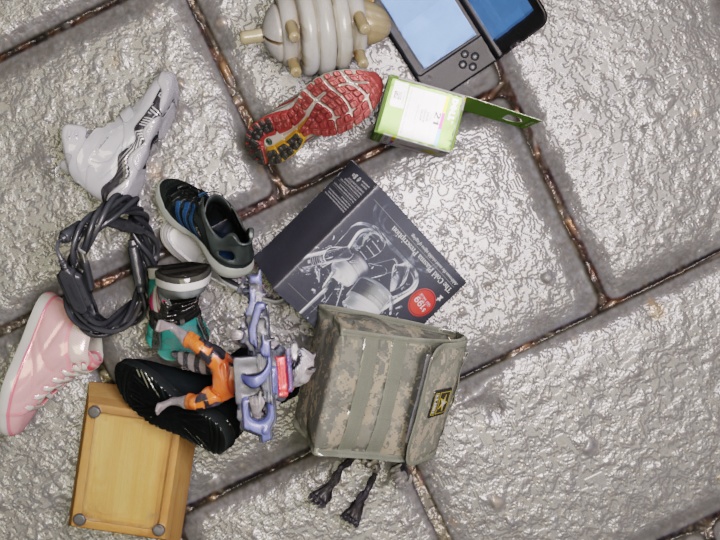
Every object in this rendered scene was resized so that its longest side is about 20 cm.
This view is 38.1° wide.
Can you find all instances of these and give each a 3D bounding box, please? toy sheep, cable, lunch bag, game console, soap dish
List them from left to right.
[{"bbox_3d":[-0.323,-0.004,1.356,0.050,0.201,0.164,15,50,25],"label":"cable"},{"bbox_3d":[-0.307,0.261,1.401,0.156,0.081,0.202,9,92,-1],"label":"soap dish"},{"bbox_3d":[-0.057,-0.312,1.346,0.198,0.138,0.139,-5,93,-12],"label":"toy sheep"},{"bbox_3d":[0.035,0.145,1.286,0.198,0.118,0.165,9,102,-23],"label":"lunch bag"},{"bbox_3d":[0.114,-0.353,1.353,0.172,0.119,0.201,-33,93,1],"label":"game console"}]

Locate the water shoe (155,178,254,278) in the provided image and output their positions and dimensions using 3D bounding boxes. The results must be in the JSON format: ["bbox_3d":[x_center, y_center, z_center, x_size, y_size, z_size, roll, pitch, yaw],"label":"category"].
[{"bbox_3d":[-0.195,-0.076,1.349,0.200,0.071,0.079,44,135,30],"label":"water shoe"}]

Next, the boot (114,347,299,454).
[{"bbox_3d":[-0.198,0.146,1.370,0.199,0.168,0.077,24,124,23],"label":"boot"}]

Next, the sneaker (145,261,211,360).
[{"bbox_3d":[-0.229,0.054,1.315,0.083,0.200,0.122,-7,95,-17],"label":"sneaker"}]

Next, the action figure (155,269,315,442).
[{"bbox_3d":[-0.146,0.095,1.247,0.192,0.105,0.202,5,93,5],"label":"action figure"}]

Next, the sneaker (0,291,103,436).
[{"bbox_3d":[-0.410,0.139,1.395,0.104,0.075,0.202,20,89,3],"label":"sneaker"}]

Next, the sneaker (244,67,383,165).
[{"bbox_3d":[-0.059,-0.211,1.353,0.199,0.082,0.078,-21,110,24],"label":"sneaker"}]

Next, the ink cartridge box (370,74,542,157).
[{"bbox_3d":[0.119,-0.183,1.347,0.198,0.148,0.076,16,93,-2],"label":"ink cartridge box"}]

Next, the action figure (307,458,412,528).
[{"bbox_3d":[0.020,0.247,1.396,0.118,0.102,0.201,33,96,-1],"label":"action figure"}]

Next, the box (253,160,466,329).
[{"bbox_3d":[0.000,0.000,1.341,0.182,0.104,0.200,-44,121,3],"label":"box"}]

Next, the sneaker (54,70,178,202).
[{"bbox_3d":[-0.324,-0.186,1.378,0.114,0.075,0.201,24,88,2],"label":"sneaker"}]

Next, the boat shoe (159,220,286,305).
[{"bbox_3d":[-0.180,-0.011,1.393,0.199,0.069,0.072,35,92,-3],"label":"boat shoe"}]
